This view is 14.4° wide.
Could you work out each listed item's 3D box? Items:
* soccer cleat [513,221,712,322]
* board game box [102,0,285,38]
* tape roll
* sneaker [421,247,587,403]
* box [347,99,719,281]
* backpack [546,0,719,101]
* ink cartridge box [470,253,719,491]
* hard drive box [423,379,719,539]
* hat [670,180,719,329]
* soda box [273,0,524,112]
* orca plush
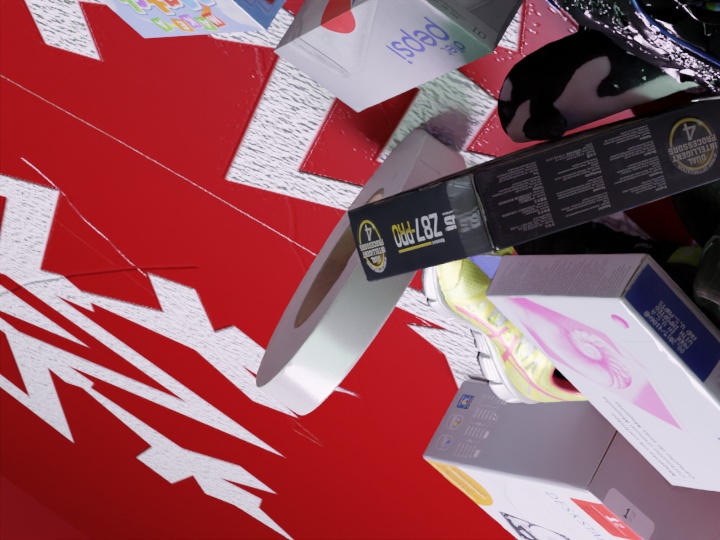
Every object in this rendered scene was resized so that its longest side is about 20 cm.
[{"bbox_3d":[0.185,0.005,1.800,0.199,0.068,0.081,33,137,14],"label":"soccer cleat"},{"bbox_3d":[-0.157,-0.220,1.772,0.200,0.037,0.151,40,160,-29],"label":"board game box"},{"bbox_3d":[0.000,0.000,1.846,0.037,0.204,0.203,33,162,-8],"label":"tape roll"},{"bbox_3d":[0.112,0.022,1.927,0.090,0.078,0.200,11,152,37],"label":"sneaker"},{"bbox_3d":[0.113,-0.049,1.559,0.161,0.199,0.049,-17,91,64],"label":"box"},{"bbox_3d":[0.188,-0.148,1.192,0.199,0.184,0.134,27,175,-29],"label":"backpack"},{"bbox_3d":[0.172,0.066,1.783,0.196,0.043,0.200,44,158,-23],"label":"ink cartridge box"},{"bbox_3d":[0.172,0.166,2.221,0.156,0.077,0.199,41,160,-31],"label":"hard drive box"},{"bbox_3d":[0.254,0.014,1.663,0.200,0.081,0.201,28,161,10],"label":"hat"},{"bbox_3d":[0.024,-0.149,1.623,0.068,0.064,0.200,36,162,-15],"label":"soda box"},{"bbox_3d":[0.129,-0.120,1.523,0.071,0.105,0.200,67,162,-6],"label":"orca plush"}]
